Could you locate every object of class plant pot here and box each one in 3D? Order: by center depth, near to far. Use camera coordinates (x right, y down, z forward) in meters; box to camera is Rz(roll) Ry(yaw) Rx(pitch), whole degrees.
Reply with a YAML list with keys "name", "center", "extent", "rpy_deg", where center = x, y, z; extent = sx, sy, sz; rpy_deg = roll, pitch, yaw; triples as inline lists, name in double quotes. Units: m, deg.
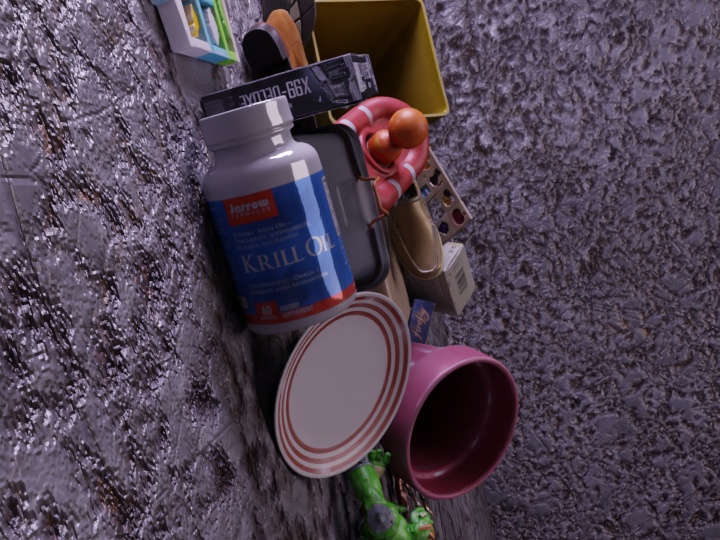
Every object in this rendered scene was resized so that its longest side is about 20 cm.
- name: "plant pot"
  center: [0.085, 0.183, 1.070]
  extent: [0.179, 0.200, 0.200]
  rpy_deg: [25, -39, 51]
- name: "plant pot"
  center: [-0.001, -0.305, 1.268]
  extent: [0.176, 0.199, 0.201]
  rpy_deg: [147, -68, -67]

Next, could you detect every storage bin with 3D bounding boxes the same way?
- name: "storage bin"
  center: [-0.052, -0.063, 0.870]
  extent: [0.134, 0.145, 0.201]
  rpy_deg: [-19, 95, -70]

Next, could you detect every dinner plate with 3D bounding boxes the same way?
- name: "dinner plate"
  center: [-0.019, 0.117, 0.807]
  extent: [0.200, 0.024, 0.201]
  rpy_deg: [-21, 121, -41]

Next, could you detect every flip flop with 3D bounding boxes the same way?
- name: "flip flop"
  center: [-0.120, -0.423, 1.158]
  extent: [0.058, 0.081, 0.201]
  rpy_deg: [137, -66, -84]

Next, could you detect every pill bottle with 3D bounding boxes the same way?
- name: "pill bottle"
  center: [-0.081, -0.052, 0.720]
  extent: [0.112, 0.112, 0.201]
  rpy_deg: [-70, 144, -73]

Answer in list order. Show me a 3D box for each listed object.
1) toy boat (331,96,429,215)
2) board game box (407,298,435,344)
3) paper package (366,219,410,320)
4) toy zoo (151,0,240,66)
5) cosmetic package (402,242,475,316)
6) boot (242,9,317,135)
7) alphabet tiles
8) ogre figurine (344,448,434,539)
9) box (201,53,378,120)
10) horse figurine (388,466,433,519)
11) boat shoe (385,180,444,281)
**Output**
- name: "toy boat"
  center: [0.036, -0.164, 1.015]
  extent: [0.131, 0.131, 0.200]
  rpy_deg: [51, 39, -9]
- name: "board game box"
  center: [0.076, 0.156, 1.255]
  extent: [0.136, 0.034, 0.201]
  rpy_deg: [90, 15, -76]
- name: "paper package"
  center: [0.000, 0.000, 1.146]
  extent: [0.191, 0.103, 0.201]
  rpy_deg: [-57, 133, -77]
- name: "toy zoo"
  center: [-0.172, -0.277, 0.772]
  extent: [0.200, 0.020, 0.132]
  rpy_deg: [-52, 128, -78]
- name: "cosmetic package"
  center: [0.081, 0.003, 1.303]
  extent: [0.073, 0.199, 0.104]
  rpy_deg: [-52, 137, -34]
- name: "boot"
  center: [-0.099, -0.254, 1.068]
  extent: [0.189, 0.068, 0.200]
  rpy_deg: [62, 14, -19]
- name: "alphabet tiles"
  center: [0.071, -0.115, 1.198]
  extent: [0.008, 0.167, 0.200]
  rpy_deg: [-12, 67, -42]
- name: "ogre figurine"
  center: [0.031, 0.307, 0.946]
  extent: [0.120, 0.098, 0.201]
  rpy_deg: [-122, -154, -58]
- name: "box"
  center: [-0.068, -0.193, 0.853]
  extent: [0.200, 0.157, 0.050]
  rpy_deg: [-72, 147, -74]
- name: "horse figurine"
  center: [0.081, 0.326, 1.302]
  extent: [0.133, 0.050, 0.200]
  rpy_deg: [61, 20, -16]
- name: "boat shoe"
  center: [0.067, -0.083, 1.121]
  extent: [0.076, 0.071, 0.201]
  rpy_deg: [87, -18, -71]
